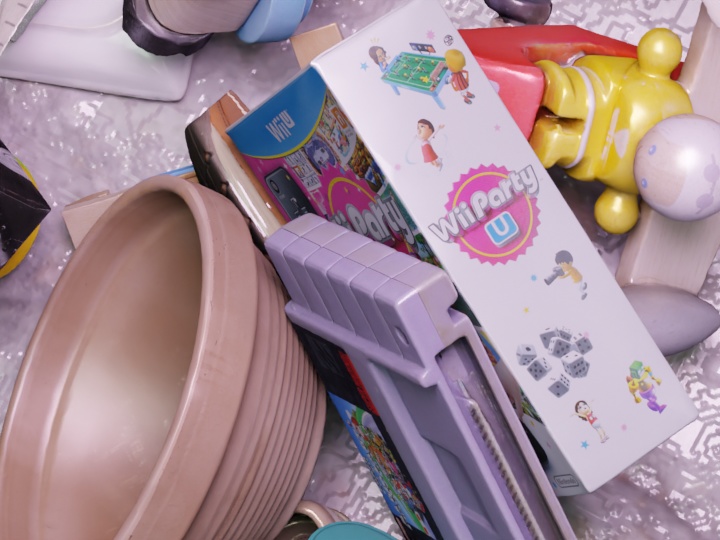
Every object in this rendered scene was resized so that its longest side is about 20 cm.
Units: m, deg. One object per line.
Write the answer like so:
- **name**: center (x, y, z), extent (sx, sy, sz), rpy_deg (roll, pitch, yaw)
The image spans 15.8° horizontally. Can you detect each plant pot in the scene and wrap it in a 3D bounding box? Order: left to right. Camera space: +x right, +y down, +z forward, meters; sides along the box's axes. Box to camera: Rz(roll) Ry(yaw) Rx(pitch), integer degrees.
- **plant pot**: center (-0.079, 0.066, 1.138), extent (0.093, 0.201, 0.201), rpy_deg (21, 81, -27)

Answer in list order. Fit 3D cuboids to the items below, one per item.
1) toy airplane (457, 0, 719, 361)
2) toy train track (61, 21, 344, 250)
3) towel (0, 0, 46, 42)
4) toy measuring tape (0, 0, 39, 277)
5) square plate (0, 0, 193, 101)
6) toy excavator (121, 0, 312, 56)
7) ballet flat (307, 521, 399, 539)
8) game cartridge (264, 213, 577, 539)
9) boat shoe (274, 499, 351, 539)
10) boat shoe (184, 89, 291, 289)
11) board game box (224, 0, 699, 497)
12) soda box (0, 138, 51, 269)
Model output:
- **toy airplane**: center (0.142, -0.055, 1.111), extent (0.199, 0.141, 0.200), rpy_deg (-29, 111, 6)
- **toy train track**: center (-0.041, -0.050, 1.207), extent (0.200, 0.033, 0.115), rpy_deg (-17, 107, 11)
- **towel**: center (-0.162, -0.231, 1.235), extent (0.152, 0.023, 0.200), rpy_deg (37, 85, 11)
- **toy measuring tape**: center (-0.164, -0.060, 1.203), extent (0.074, 0.074, 0.200), rpy_deg (31, 91, 12)
- **square plate**: center (-0.166, -0.191, 1.254), extent (0.200, 0.028, 0.198), rpy_deg (8, 81, 8)
- **toy excavator**: center (-0.015, -0.200, 1.191), extent (0.200, 0.100, 0.195), rpy_deg (-4, 74, -21)
- **ballet flat**: center (0.038, 0.177, 1.066), extent (0.068, 0.075, 0.200), rpy_deg (-24, 34, -29)
- **game cartridge**: center (0.034, 0.075, 1.065), extent (0.038, 0.130, 0.200), rpy_deg (-36, 115, -20)
- **boat shoe**: center (-0.031, 0.201, 1.143), extent (0.072, 0.065, 0.200), rpy_deg (4, 80, 8)
- **boat shoe**: center (0.000, 0.000, 1.171), extent (0.074, 0.076, 0.200), rpy_deg (-38, 94, -13)
- **board game box**: center (0.038, -0.003, 1.069), extent (0.064, 0.148, 0.200), rpy_deg (-33, 92, -18)
- **soda box**: center (-0.218, -0.070, 1.156), extent (0.071, 0.063, 0.200), rpy_deg (-49, 50, 12)
